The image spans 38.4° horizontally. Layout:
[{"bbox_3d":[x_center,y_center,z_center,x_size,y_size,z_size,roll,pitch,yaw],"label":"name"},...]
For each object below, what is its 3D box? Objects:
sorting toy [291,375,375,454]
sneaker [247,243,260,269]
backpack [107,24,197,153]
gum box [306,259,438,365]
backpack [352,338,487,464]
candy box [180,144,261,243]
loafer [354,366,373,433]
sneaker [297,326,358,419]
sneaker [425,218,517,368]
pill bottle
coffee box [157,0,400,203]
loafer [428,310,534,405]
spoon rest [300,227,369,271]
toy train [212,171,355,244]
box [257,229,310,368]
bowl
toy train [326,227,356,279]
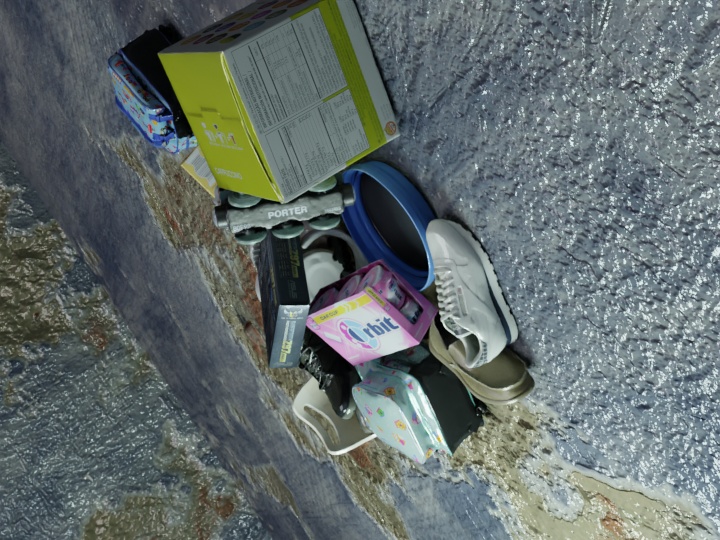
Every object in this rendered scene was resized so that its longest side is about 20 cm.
[{"bbox_3d":[-0.016,0.222,1.775,0.200,0.179,0.107,47,155,20],"label":"sorting toy"},{"bbox_3d":[-0.180,-0.090,1.843,0.082,0.074,0.202,-130,25,-50],"label":"sneaker"},{"bbox_3d":[-0.339,-0.289,1.786,0.183,0.134,0.201,49,159,16],"label":"backpack"},{"bbox_3d":[0.013,0.064,1.507,0.113,0.066,0.199,42,149,-15],"label":"gum box"},{"bbox_3d":[0.076,0.189,1.597,0.177,0.153,0.200,61,164,-26],"label":"backpack"},{"bbox_3d":[-0.195,-0.129,1.694,0.200,0.057,0.117,43,-167,-5],"label":"candy box"},{"bbox_3d":[0.003,0.177,1.724,0.063,0.071,0.203,-27,61,41],"label":"loafer"},{"bbox_3d":[-0.069,0.156,1.678,0.077,0.113,0.201,-60,34,40],"label":"sneaker"},{"bbox_3d":[0.133,0.028,1.355,0.202,0.080,0.076,61,158,-9],"label":"sneaker"},{"bbox_3d":[-0.103,0.023,1.764,0.114,0.113,0.199,60,157,-13],"label":"pill bottle"},{"bbox_3d":[-0.105,-0.227,1.321,0.199,0.197,0.202,17,134,56],"label":"coffee box"},{"bbox_3d":[0.157,0.118,1.429,0.199,0.076,0.068,30,153,45],"label":"loafer"},{"bbox_3d":[0.000,0.000,1.569,0.199,0.061,0.099,39,-176,-15],"label":"spoon rest"},{"bbox_3d":[-0.108,-0.100,1.425,0.114,0.197,0.086,-112,13,-57],"label":"toy train"},{"bbox_3d":[-0.119,0.021,1.564,0.159,0.050,0.202,103,161,-49],"label":"box"},{"bbox_3d":[0.044,-0.064,1.456,0.200,0.039,0.202,43,153,27],"label":"bowl"},{"bbox_3d":[-0.008,0.009,1.650,0.034,0.046,0.202,12,135,38],"label":"toy train"}]
